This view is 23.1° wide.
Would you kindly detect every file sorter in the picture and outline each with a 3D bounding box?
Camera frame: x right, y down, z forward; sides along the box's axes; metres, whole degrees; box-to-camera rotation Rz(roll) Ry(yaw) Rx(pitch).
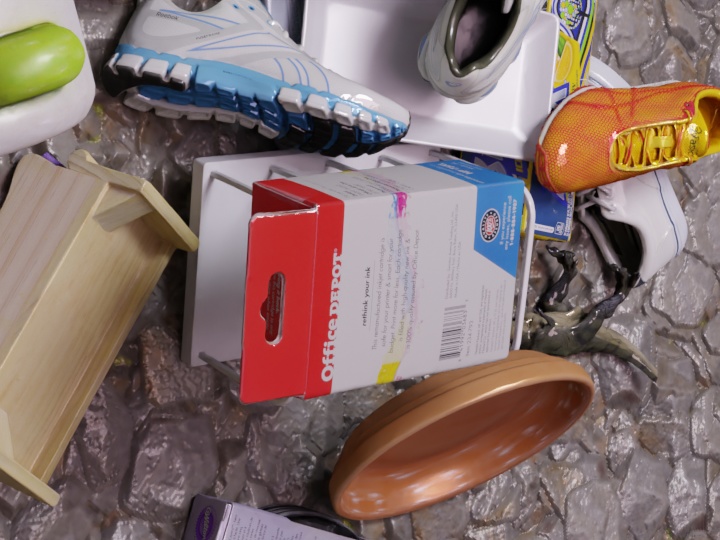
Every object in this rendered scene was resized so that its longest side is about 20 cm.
[{"bbox_3d":[0.000,0.000,1.165,0.199,0.124,0.140,-8,112,-36],"label":"file sorter"}]

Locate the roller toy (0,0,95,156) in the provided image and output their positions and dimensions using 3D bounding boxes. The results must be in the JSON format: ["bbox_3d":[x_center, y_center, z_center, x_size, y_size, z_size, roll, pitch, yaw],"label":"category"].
[{"bbox_3d":[-0.248,-0.128,0.953,0.198,0.183,0.141,-14,103,0],"label":"roller toy"}]

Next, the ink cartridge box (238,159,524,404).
[{"bbox_3d":[-0.001,0.004,1.038,0.199,0.067,0.117,-8,110,-36],"label":"ink cartridge box"}]

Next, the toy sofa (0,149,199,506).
[{"bbox_3d":[-0.193,0.032,1.075,0.201,0.097,0.083,-63,148,-17],"label":"toy sofa"}]

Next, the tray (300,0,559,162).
[{"bbox_3d":[0.045,-0.139,1.212,0.198,0.022,0.108,7,88,-26],"label":"tray"}]

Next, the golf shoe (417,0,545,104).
[{"bbox_3d":[0.104,-0.202,1.144,0.078,0.097,0.201,23,95,-1],"label":"golf shoe"}]

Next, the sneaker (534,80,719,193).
[{"bbox_3d":[0.204,-0.102,1.270,0.199,0.077,0.074,-21,115,-35],"label":"sneaker"}]

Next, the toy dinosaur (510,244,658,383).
[{"bbox_3d":[0.170,0.033,1.364,0.199,0.047,0.089,10,101,-38],"label":"toy dinosaur"}]

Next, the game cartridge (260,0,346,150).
[{"bbox_3d":[-0.020,-0.182,1.215,0.133,0.040,0.202,-11,99,-40],"label":"game cartridge"}]

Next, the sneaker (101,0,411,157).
[{"bbox_3d":[-0.059,-0.134,1.128,0.198,0.075,0.087,16,69,-6],"label":"sneaker"}]

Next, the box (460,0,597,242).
[{"bbox_3d":[0.122,-0.125,1.297,0.064,0.070,0.202,8,88,-50],"label":"box"}]

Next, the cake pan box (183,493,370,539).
[{"bbox_3d":[-0.054,0.263,1.202,0.183,0.052,0.202,20,80,-38],"label":"cake pan box"}]

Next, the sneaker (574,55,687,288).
[{"bbox_3d":[0.194,-0.074,1.358,0.071,0.073,0.201,-50,121,-32],"label":"sneaker"}]

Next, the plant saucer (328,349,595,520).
[{"bbox_3d":[0.066,0.110,1.217,0.199,0.200,0.038,-8,62,-37],"label":"plant saucer"}]
